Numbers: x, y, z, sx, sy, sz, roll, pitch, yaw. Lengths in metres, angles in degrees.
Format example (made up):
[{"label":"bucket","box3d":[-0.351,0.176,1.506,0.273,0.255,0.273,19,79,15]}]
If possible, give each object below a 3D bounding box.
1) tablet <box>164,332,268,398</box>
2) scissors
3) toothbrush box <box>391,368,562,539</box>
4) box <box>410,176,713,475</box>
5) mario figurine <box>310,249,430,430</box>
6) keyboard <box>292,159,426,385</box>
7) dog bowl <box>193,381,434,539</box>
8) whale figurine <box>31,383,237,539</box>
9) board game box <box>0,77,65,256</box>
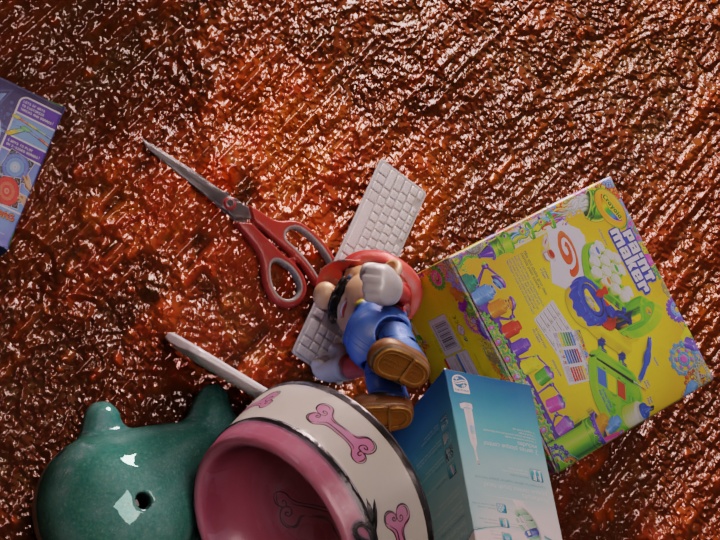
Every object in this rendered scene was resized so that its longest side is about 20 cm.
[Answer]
[{"label":"tablet","box3d":[-0.064,0.109,1.601,0.200,0.130,0.014,32,85,-14]},{"label":"scissors","box3d":[-0.099,-0.052,1.691,0.073,0.014,0.200,-43,95,-26]},{"label":"toothbrush box","box3d":[0.083,0.203,1.576,0.085,0.146,0.200,12,46,-23]},{"label":"box","box3d":[0.163,0.056,1.719,0.193,0.122,0.200,-26,88,-30]},{"label":"mario figurine","box3d":[-0.005,0.047,1.608,0.123,0.200,0.106,-36,116,11]},{"label":"keyboard","box3d":[0.000,0.000,1.716,0.056,0.011,0.200,39,62,-30]},{"label":"dog bowl","box3d":[-0.043,0.188,1.491,0.074,0.200,0.200,-26,88,-43]},{"label":"whale figurine","box3d":[-0.158,0.166,1.552,0.200,0.104,0.159,-35,92,-29]},{"label":"board game box","box3d":[-0.350,-0.111,1.574,0.200,0.034,0.135,26,66,-17]}]
